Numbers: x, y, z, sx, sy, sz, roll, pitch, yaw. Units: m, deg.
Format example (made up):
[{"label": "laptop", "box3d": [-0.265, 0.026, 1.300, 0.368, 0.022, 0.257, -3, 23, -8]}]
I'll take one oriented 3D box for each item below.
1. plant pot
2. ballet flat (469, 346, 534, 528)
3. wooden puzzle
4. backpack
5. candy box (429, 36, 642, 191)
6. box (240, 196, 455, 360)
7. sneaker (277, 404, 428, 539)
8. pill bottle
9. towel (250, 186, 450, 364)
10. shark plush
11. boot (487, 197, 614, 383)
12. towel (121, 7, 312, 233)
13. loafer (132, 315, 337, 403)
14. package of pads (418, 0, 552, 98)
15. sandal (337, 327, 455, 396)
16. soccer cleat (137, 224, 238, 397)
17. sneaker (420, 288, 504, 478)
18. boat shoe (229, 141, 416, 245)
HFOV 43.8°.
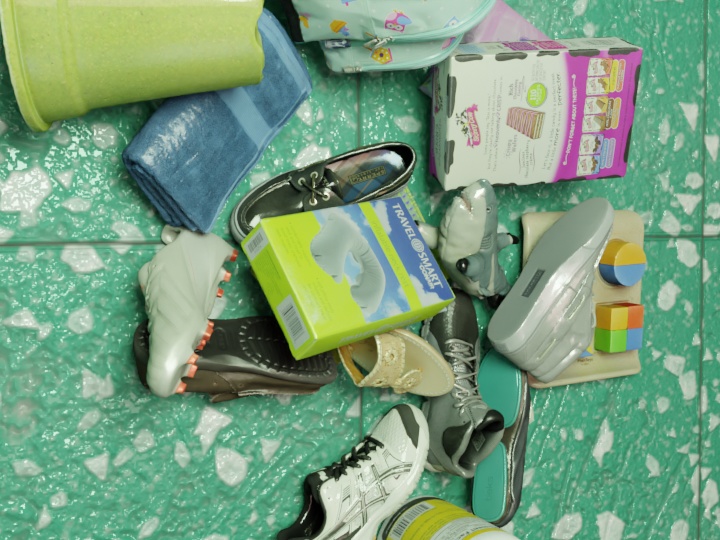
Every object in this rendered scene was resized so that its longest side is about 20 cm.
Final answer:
[{"label": "plant pot", "box3d": [-0.170, -0.213, 0.711, 0.183, 0.200, 0.201, -2, 93, -9]}, {"label": "ballet flat", "box3d": [0.158, 0.183, 0.995, 0.073, 0.073, 0.201, 13, 75, -26]}, {"label": "wooden puzzle", "box3d": [0.269, 0.030, 1.048, 0.185, 0.046, 0.201, -3, 93, -29]}, {"label": "backpack", "box3d": [0.037, -0.277, 0.823, 0.154, 0.199, 0.176, 60, 43, -40]}, {"label": "candy box", "box3d": [0.173, -0.159, 0.903, 0.199, 0.061, 0.137, -5, 116, -13]}, {"label": "box", "box3d": [0.000, 0.000, 0.839, 0.200, 0.048, 0.122, -14, 70, -41]}, {"label": "sneaker", "box3d": [-0.007, 0.215, 0.898, 0.088, 0.076, 0.200, 37, 76, -23]}, {"label": "pill bottle", "box3d": [0.106, 0.306, 0.897, 0.114, 0.200, 0.115, -1, 93, -26]}, {"label": "towel", "box3d": [-0.004, 0.000, 0.928, 0.200, 0.023, 0.144, -34, 106, -21]}, {"label": "shark plush", "box3d": [0.139, -0.010, 0.937, 0.083, 0.091, 0.200, -46, 128, -4]}, {"label": "boot", "box3d": [0.225, 0.024, 0.970, 0.096, 0.074, 0.200, 40, 86, -28]}, {"label": "towel", "box3d": [-0.124, -0.138, 0.819, 0.200, 0.048, 0.112, -55, 140, -20]}, {"label": "loafer", "box3d": [-0.120, 0.087, 0.853, 0.199, 0.071, 0.073, 10, 43, -21]}, {"label": "package of pads", "box3d": [0.171, -0.197, 0.977, 0.200, 0.076, 0.121, 30, 83, -24]}, {"label": "sandal", "box3d": [-0.001, 0.080, 0.868, 0.212, 0.078, 0.070, 41, 39, -16]}, {"label": "soccer cleat", "box3d": [-0.164, 0.031, 0.780, 0.077, 0.200, 0.069, 21, 126, -10]}, {"label": "sneaker", "box3d": [0.116, 0.121, 0.941, 0.075, 0.115, 0.201, 4, 91, -27]}, {"label": "boat shoe", "box3d": [-0.035, -0.081, 0.878, 0.199, 0.057, 0.069, -24, 83, -20]}]
